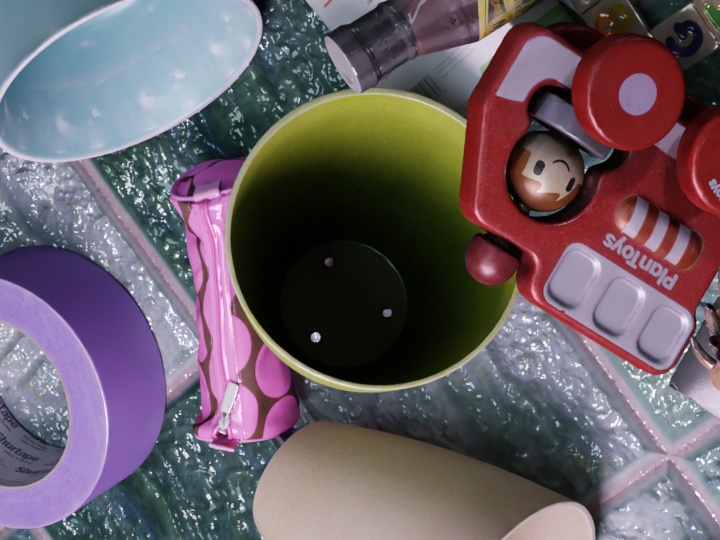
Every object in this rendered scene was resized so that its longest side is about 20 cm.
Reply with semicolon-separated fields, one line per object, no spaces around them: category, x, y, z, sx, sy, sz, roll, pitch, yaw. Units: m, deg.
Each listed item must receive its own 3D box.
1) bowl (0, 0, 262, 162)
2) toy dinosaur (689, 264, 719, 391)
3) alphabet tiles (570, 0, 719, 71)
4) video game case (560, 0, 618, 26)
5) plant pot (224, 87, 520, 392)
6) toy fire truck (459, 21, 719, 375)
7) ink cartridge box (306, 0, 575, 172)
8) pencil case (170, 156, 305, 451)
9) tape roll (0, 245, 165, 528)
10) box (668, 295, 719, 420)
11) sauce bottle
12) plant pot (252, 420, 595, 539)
bowl;-0.176;-0.173;1.413;0.200;0.200;0.106;-38;67;31
toy dinosaur;0.257;0.004;1.150;0.135;0.086;0.201;24;109;26
alphabet tiles;0.180;-0.230;1.274;0.167;0.008;0.201;-35;88;32
video game case;0.121;-0.284;1.305;0.200;0.023;0.183;38;119;12
plant pot;0.000;0.000;1.350;0.186;0.200;0.189;1;78;-6
toy fire truck;0.145;-0.048;1.239;0.199;0.112;0.169;29;90;-23
ink cartridge box;0.042;-0.179;1.337;0.200;0.067;0.117;51;131;0
pencil case;-0.089;0.023;1.469;0.090;0.094;0.202;1;105;27
tape roll;-0.254;0.088;1.580;0.199;0.085;0.202;8;108;25
box;0.306;0.014;1.243;0.148;0.124;0.201;35;119;15
sauce bottle;0.071;-0.174;1.245;0.199;0.066;0.066;-34;89;-7
plant pot;0.027;0.190;1.427;0.199;0.187;0.188;32;118;31
